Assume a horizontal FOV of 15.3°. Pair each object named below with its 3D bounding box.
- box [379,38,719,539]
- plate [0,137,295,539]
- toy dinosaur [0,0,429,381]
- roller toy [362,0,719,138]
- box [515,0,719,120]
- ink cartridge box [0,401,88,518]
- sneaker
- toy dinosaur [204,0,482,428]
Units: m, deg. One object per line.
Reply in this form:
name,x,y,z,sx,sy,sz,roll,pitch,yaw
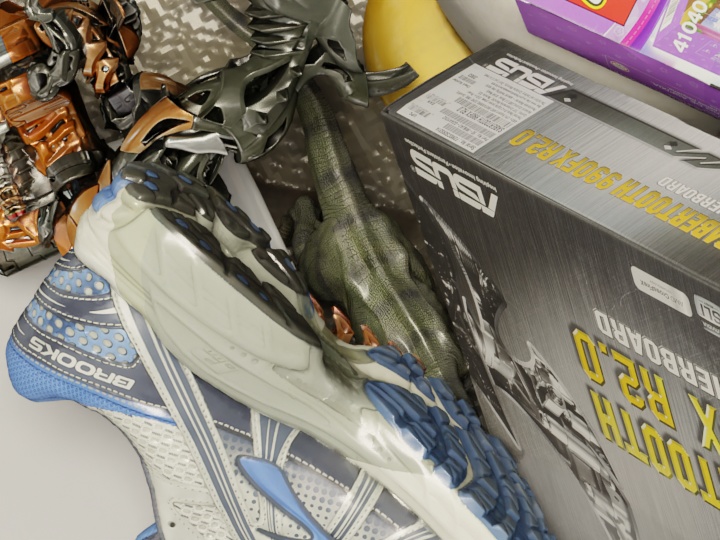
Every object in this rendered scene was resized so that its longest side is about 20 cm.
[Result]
box,0.096,0.037,0.735,0.048,0.200,0.158,-31,125,-20
plate,-0.092,0.068,0.802,0.200,0.032,0.200,-19,71,-24
toy dinosaur,-0.059,-0.040,0.804,0.136,0.102,0.200,-46,118,4
roller toy,0.104,-0.123,0.841,0.182,0.140,0.200,15,83,8
box,0.148,-0.130,0.741,0.137,0.039,0.200,27,85,14
ink cartridge box,-0.182,0.031,0.872,0.200,0.039,0.099,26,60,20
sneaker,-0.019,0.059,0.774,0.200,0.077,0.085,43,105,-14
toy dinosaur,0.000,0.000,0.872,0.047,0.088,0.200,-26,76,-5
